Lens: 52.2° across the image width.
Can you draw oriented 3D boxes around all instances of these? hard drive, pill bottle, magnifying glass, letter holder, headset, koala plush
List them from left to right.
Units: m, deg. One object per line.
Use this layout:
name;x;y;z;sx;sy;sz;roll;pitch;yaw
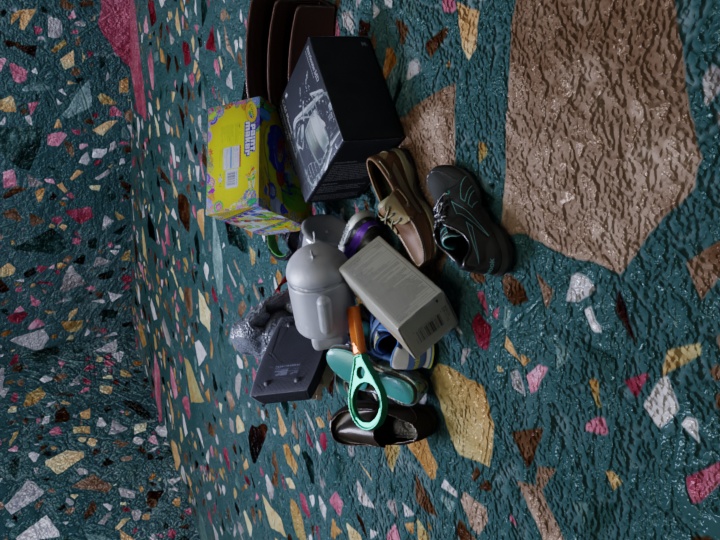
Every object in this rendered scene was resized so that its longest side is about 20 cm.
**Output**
koala plush;-0.173;0.177;1.625;0.202;0.181;0.178;55;146;20
letter holder;-0.136;-0.401;1.375;0.101;0.139;0.204;45;136;49
headset;-0.154;-0.105;1.557;0.200;0.093;0.125;-45;58;39
hard drive;-0.119;0.161;1.367;0.202;0.132;0.043;-73;-35;-47
pill bottle;-0.078;0.002;1.428;0.107;0.104;0.203;53;142;42
magnifying glass;0.003;0.160;1.217;0.079;0.022;0.205;-23;72;42

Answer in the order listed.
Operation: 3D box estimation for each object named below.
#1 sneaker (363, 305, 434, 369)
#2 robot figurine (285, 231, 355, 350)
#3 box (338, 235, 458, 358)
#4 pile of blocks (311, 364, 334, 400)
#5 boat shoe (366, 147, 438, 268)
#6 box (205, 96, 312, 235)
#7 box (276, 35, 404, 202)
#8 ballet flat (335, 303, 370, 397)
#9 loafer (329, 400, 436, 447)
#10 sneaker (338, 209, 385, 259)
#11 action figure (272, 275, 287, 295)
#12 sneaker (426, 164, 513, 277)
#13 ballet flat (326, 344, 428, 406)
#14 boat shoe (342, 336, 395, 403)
sneaker;0.046;0.097;1.240;0.200;0.081;0.075;45;139;51
robot figurine;-0.067;0.039;1.278;0.170;0.110;0.204;-114;14;-61
box;0.056;0.037;1.165;0.200;0.094;0.078;46;171;50
pile of blocks;-0.082;0.183;1.435;0.080;0.200;0.063;17;106;12
boat shoe;0.060;-0.097;1.159;0.076;0.072;0.204;-52;53;56
box;-0.187;-0.189;1.391;0.120;0.192;0.205;-6;79;25
box;-0.041;-0.255;1.260;0.197;0.122;0.204;-47;57;55
ballet flat;-0.006;0.151;1.401;0.064;0.067;0.203;-89;11;-56
loafer;0.027;0.259;1.234;0.196;0.071;0.075;-12;92;26
sneaker;0.000;0.000;1.315;0.100;0.068;0.203;56;145;36
action figure;-0.123;-0.006;1.524;0.064;0.100;0.202;27;137;7
sneaker;0.134;-0.074;1.016;0.202;0.078;0.076;61;147;36
ballet flat;0.032;0.175;1.257;0.197;0.074;0.076;23;121;33
boat shoe;0.004;0.201;1.313;0.200;0.065;0.074;46;132;20
